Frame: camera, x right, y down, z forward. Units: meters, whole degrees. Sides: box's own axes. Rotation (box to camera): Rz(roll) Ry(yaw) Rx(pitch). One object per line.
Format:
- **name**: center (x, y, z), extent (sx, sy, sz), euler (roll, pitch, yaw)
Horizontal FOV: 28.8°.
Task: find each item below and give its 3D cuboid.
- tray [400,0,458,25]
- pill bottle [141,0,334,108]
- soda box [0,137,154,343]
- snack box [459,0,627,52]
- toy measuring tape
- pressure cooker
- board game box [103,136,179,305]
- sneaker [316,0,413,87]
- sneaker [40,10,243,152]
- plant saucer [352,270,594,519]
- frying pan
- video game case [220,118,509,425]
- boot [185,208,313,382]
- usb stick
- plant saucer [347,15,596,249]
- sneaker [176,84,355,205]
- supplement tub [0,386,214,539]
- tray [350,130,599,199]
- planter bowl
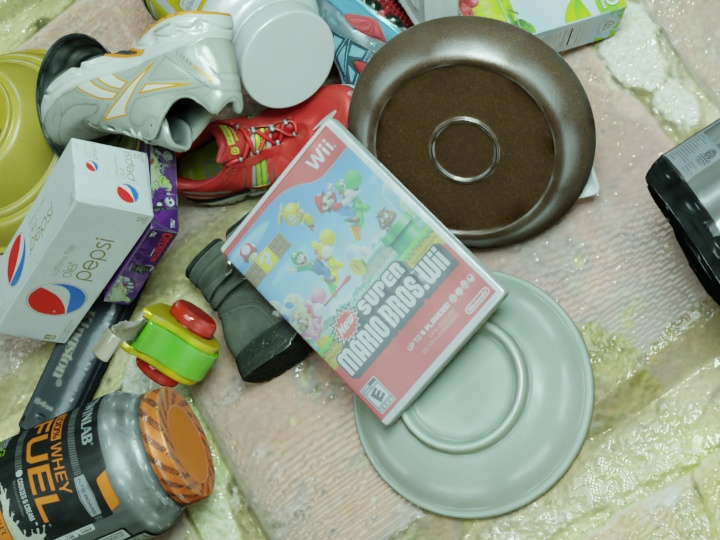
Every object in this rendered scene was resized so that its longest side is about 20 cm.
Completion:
- **tray**: center (0.034, -0.260, 1.139), extent (0.022, 0.108, 0.201), euler (-17, 47, -10)
- **pill bottle**: center (-0.104, -0.219, 1.186), extent (0.112, 0.112, 0.200), euler (-45, 46, 3)
- **soda box**: center (-0.240, -0.020, 1.153), extent (0.200, 0.068, 0.064), euler (-48, 43, 42)
- **snack box**: center (0.117, -0.271, 1.170), extent (0.141, 0.053, 0.201), euler (-17, 70, -10)
- **toy measuring tape**: center (-0.155, 0.064, 1.121), extent (0.073, 0.200, 0.074), euler (0, 93, 6)
- **pressure cooker**: center (0.326, -0.052, 0.997), extent (0.199, 0.179, 0.177), euler (-34, 65, 8)
- **board game box**: center (-0.189, -0.087, 1.194), extent (0.120, 0.032, 0.201), euler (-43, 43, 45)
- **sneaker**: center (0.031, -0.163, 1.192), extent (0.200, 0.079, 0.096), euler (48, 121, 16)
- **sneaker**: center (-0.175, -0.128, 1.108), extent (0.199, 0.075, 0.093), euler (-23, 78, 34)
- **plant saucer**: center (0.083, 0.092, 1.108), extent (0.198, 0.050, 0.202), euler (-5, 74, 17)
- **frying pan**: center (-0.224, -0.112, 1.206), extent (0.115, 0.031, 0.191), euler (-28, 81, 38)
- **video game case**: center (0.000, 0.000, 1.097), extent (0.200, 0.017, 0.143), euler (45, 105, 16)
- **boot**: center (-0.048, -0.008, 1.166), extent (0.199, 0.068, 0.131), euler (-32, 70, 10)
- **usb stick**: center (-0.239, 0.062, 1.230), extent (0.055, 0.033, 0.201), euler (22, 84, 21)
- **plant saucer**: center (0.083, -0.099, 1.098), extent (0.198, 0.032, 0.202), euler (7, 120, 11)
- **sneaker**: center (-0.086, -0.102, 1.180), extent (0.199, 0.085, 0.078), euler (-21, 75, 25)
- **supplement tub**: center (-0.228, 0.177, 1.148), extent (0.199, 0.123, 0.123), euler (-24, 70, 10)
- **tray**: center (0.085, -0.090, 1.136), extent (0.198, 0.108, 0.022), euler (-13, 29, 21)
- **planter bowl**: center (-0.337, -0.123, 1.281), extent (0.199, 0.083, 0.202), euler (-5, 75, 19)
